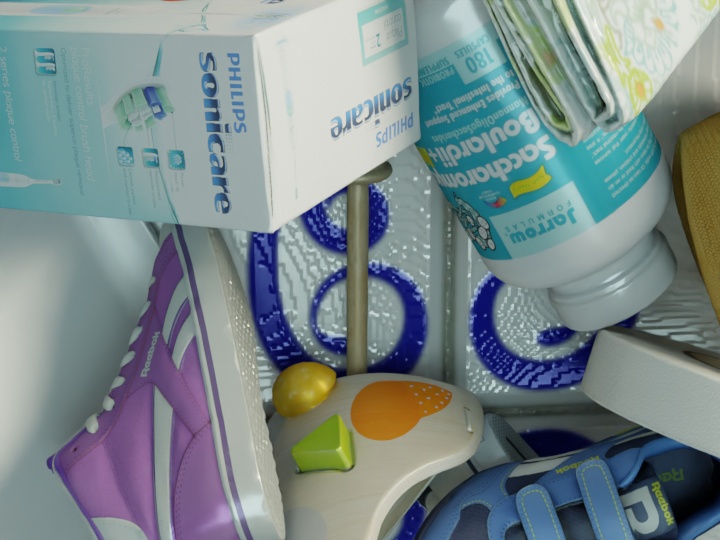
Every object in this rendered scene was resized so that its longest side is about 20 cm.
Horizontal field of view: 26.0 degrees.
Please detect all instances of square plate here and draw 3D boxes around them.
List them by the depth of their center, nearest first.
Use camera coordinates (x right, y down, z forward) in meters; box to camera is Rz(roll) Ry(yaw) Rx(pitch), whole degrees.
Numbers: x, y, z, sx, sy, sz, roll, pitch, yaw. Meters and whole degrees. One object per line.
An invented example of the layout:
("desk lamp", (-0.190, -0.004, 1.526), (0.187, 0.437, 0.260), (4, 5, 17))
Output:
("square plate", (-0.166, 0.052, 0.805), (0.200, 0.028, 0.199), (-45, 113, -35))

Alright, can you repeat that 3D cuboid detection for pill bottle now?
("pill bottle", (0.088, -0.069, 0.798), (0.110, 0.111, 0.201), (-31, 108, 6))

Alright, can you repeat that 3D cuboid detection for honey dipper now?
("honey dipper", (0.000, 0.000, 0.854), (0.037, 0.038, 0.202), (-2, 110, -4))

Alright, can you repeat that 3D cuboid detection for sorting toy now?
("sorting toy", (-0.034, 0.156, 0.811), (0.106, 0.180, 0.201), (31, 114, -8))

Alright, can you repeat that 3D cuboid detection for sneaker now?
("sneaker", (-0.109, 0.055, 0.789), (0.113, 0.202, 0.073), (-16, 143, 6))
("sneaker", (0.117, 0.129, 0.825), (0.198, 0.082, 0.075), (-22, 94, -18))
("sneaker", (0.110, 0.172, 0.909), (0.071, 0.073, 0.200), (-38, 99, 18))

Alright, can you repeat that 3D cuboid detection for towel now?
("towel", (0.110, -0.176, 0.736), (0.048, 0.200, 0.172), (-10, 116, 41))

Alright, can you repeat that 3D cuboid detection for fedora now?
("fedora", (0.207, -0.021, 0.790), (0.081, 0.201, 0.203), (-13, 109, 8))

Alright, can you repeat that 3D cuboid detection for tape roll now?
("tape roll", (0.213, 0.076, 0.811), (0.201, 0.203, 0.037), (17, 96, -10))

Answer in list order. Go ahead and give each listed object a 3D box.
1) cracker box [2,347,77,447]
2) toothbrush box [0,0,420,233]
("cracker box", (-0.190, 0.148, 0.874), (0.133, 0.058, 0.201), (-30, 109, 3))
("toothbrush box", (-0.090, -0.085, 0.716), (0.198, 0.146, 0.086), (7, 113, 28))
